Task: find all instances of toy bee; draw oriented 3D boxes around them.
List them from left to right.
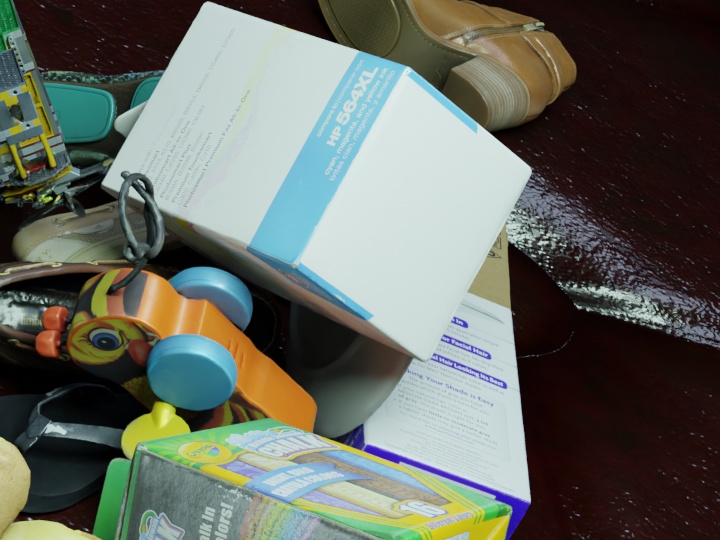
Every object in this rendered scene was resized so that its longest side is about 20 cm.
[{"bbox_3d":[-0.112,0.033,1.546,0.201,0.108,0.131,67,28,-18],"label":"toy bee"}]

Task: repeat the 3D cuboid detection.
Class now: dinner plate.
[{"bbox_3d":[0.000,0.000,1.682,0.024,0.200,0.200,20,30,-25],"label":"dinner plate"}]

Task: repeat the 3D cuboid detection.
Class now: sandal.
[{"bbox_3d":[-0.146,0.086,1.581,0.200,0.043,0.076,-7,46,-47],"label":"sandal"}]

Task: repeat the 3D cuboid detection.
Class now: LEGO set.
[{"bbox_3d":[-0.234,-0.066,1.680,0.153,0.116,0.200,-24,27,-10],"label":"LEGO set"}]

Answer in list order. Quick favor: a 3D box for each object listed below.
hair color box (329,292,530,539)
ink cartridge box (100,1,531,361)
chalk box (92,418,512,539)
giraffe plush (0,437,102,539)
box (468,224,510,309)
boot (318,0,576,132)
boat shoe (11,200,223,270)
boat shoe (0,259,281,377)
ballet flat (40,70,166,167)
[{"bbox_3d":[0.037,0.082,1.730,0.109,0.065,0.200,21,32,-14],"label":"hair color box"},{"bbox_3d":[-0.034,-0.055,1.598,0.200,0.126,0.128,23,-9,44],"label":"ink cartridge box"},{"bbox_3d":[-0.047,0.152,1.445,0.199,0.125,0.124,19,14,30],"label":"chalk box"},{"bbox_3d":[-0.234,0.161,1.300,0.200,0.173,0.162,36,50,-11],"label":"giraffe plush"},{"bbox_3d":[0.025,-0.014,1.908,0.163,0.021,0.200,23,30,-13],"label":"box"},{"bbox_3d":[0.068,-0.188,2.156,0.200,0.077,0.155,41,33,14],"label":"boot"},{"bbox_3d":[-0.124,-0.024,1.741,0.065,0.071,0.200,45,34,23],"label":"boat shoe"},{"bbox_3d":[-0.132,0.030,1.625,0.199,0.070,0.071,1,80,-26],"label":"boat shoe"},{"bbox_3d":[-0.130,-0.088,1.774,0.199,0.075,0.074,14,17,35],"label":"ballet flat"}]
